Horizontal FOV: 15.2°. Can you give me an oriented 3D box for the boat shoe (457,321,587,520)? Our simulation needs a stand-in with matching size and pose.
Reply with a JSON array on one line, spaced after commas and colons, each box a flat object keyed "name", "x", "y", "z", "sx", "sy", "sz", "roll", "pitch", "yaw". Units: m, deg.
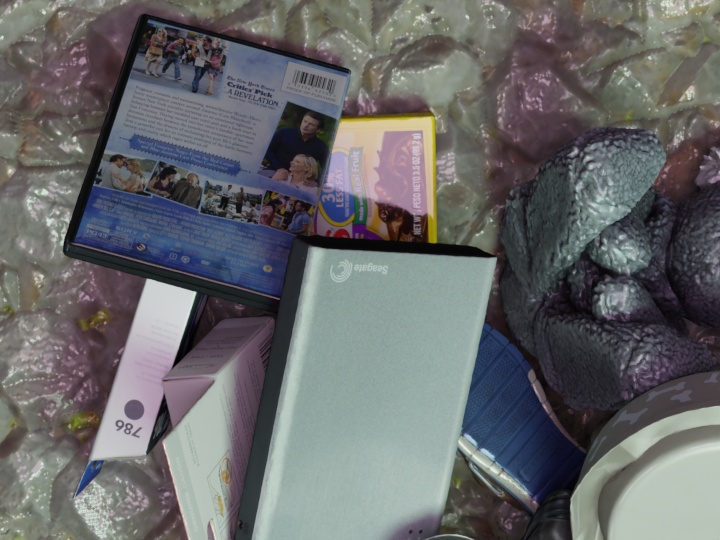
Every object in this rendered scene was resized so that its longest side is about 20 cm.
[{"name": "boat shoe", "x": 0.090, "y": 0.109, "z": 1.735, "sx": 0.072, "sy": 0.072, "sz": 0.200, "roll": -42, "pitch": 99, "yaw": -19}]

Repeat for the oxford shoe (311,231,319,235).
[{"name": "oxford shoe", "x": -0.016, "y": 0.073, "z": 1.696, "sx": 0.071, "sy": 0.073, "sz": 0.201, "roll": -15, "pitch": 100, "yaw": 43}]

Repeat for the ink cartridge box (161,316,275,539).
[{"name": "ink cartridge box", "x": -0.081, "y": 0.154, "z": 1.674, "sx": 0.044, "sy": 0.176, "sz": 0.201, "roll": -4, "pitch": 111, "yaw": 24}]

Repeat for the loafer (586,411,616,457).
[{"name": "loafer", "x": 0.208, "y": 0.143, "z": 1.721, "sx": 0.072, "sy": 0.063, "sz": 0.200, "roll": -27, "pitch": 129, "yaw": 28}]

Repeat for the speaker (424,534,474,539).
[{"name": "speaker", "x": 0.030, "y": 0.247, "z": 1.697, "sx": 0.081, "sy": 0.081, "sz": 0.200, "roll": 24, "pitch": 140, "yaw": -4}]

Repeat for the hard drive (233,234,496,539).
[{"name": "hard drive", "x": 0.002, "y": 0.080, "z": 1.633, "sx": 0.139, "sy": 0.033, "sz": 0.201, "roll": 3, "pitch": 104, "yaw": -35}]

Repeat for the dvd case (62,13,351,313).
[{"name": "dvd case", "x": -0.092, "y": -0.069, "z": 1.669, "sx": 0.142, "sy": 0.201, "sz": 0.018, "roll": 15, "pitch": 141, "yaw": -1}]

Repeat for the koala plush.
[{"name": "koala plush", "x": 0.204, "y": -0.006, "z": 1.703, "sx": 0.199, "sy": 0.184, "sz": 0.178, "roll": -13, "pitch": 86, "yaw": -20}]

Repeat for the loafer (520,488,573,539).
[{"name": "loafer", "x": 0.106, "y": 0.225, "z": 1.716, "sx": 0.072, "sy": 0.072, "sz": 0.201, "roll": 21, "pitch": 134, "yaw": 6}]

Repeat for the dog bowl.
[{"name": "dog bowl", "x": 0.217, "y": 0.147, "z": 1.597, "sx": 0.199, "sy": 0.059, "sz": 0.201, "roll": 2, "pitch": 122, "yaw": 3}]

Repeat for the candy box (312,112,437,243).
[{"name": "candy box", "x": 0.000, "y": 0.000, "z": 1.747, "sx": 0.102, "sy": 0.026, "sz": 0.201, "roll": -1, "pitch": 98, "yaw": 2}]

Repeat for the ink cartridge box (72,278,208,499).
[{"name": "ink cartridge box", "x": -0.129, "y": 0.050, "z": 1.713, "sx": 0.039, "sy": 0.099, "sz": 0.201, "roll": 20, "pitch": 98, "yaw": 1}]
